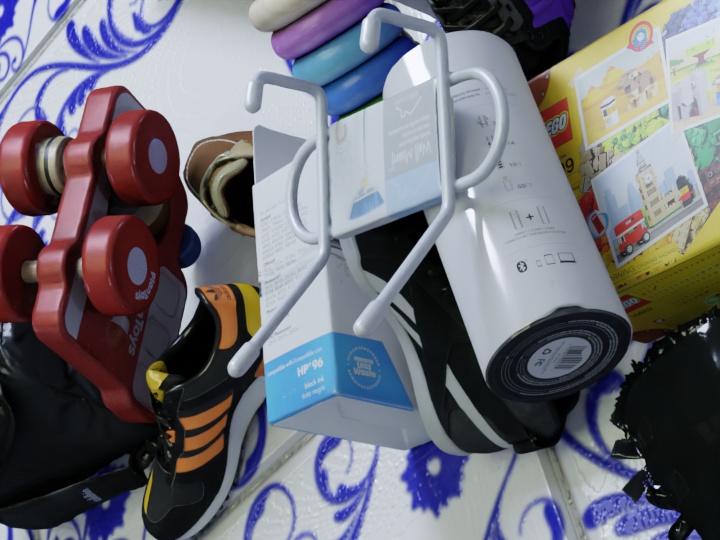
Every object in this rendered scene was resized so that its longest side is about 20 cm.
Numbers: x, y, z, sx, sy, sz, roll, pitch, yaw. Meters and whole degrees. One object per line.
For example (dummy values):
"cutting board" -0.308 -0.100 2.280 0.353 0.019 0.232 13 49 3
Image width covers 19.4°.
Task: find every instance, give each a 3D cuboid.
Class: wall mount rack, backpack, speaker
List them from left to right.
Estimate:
"backpack" -0.246 0.106 1.550 0.200 0.167 0.127 -38 32 41
"wall mount rack" -0.008 -0.036 1.109 0.200 0.074 0.174 -20 66 52
"speaker" 0.075 -0.033 1.124 0.081 0.081 0.200 -45 47 32

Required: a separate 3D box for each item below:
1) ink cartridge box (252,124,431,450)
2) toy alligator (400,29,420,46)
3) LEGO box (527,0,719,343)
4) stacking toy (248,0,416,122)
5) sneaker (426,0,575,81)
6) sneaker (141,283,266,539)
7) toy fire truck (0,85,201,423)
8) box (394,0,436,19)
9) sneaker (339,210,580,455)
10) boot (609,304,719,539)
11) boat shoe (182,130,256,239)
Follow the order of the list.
"ink cartridge box" 0.000 0.000 1.298 0.068 0.116 0.201 -27 59 43
"toy alligator" 0.079 -0.104 1.290 0.054 0.059 0.200 -27 47 -6
"LEGO box" 0.190 -0.068 1.122 0.200 0.077 0.149 -29 58 42
"stacking toy" 0.019 -0.096 1.262 0.085 0.085 0.200 -24 103 44
"sneaker" 0.071 -0.159 1.198 0.069 0.200 0.100 -9 71 30
"sneaker" -0.119 0.093 1.433 0.070 0.090 0.201 46 114 47
"toy fire truck" -0.169 -0.014 1.450 0.112 0.168 0.201 -4 60 24
"box" 0.048 -0.249 1.265 0.200 0.184 0.105 -14 67 47
"sneaker" 0.067 0.011 1.201 0.112 0.073 0.201 -8 114 42
"boot" 0.218 0.080 1.052 0.198 0.073 0.163 -48 43 31
"boat shoe" -0.070 -0.058 1.432 0.200 0.074 0.076 23 97 54
